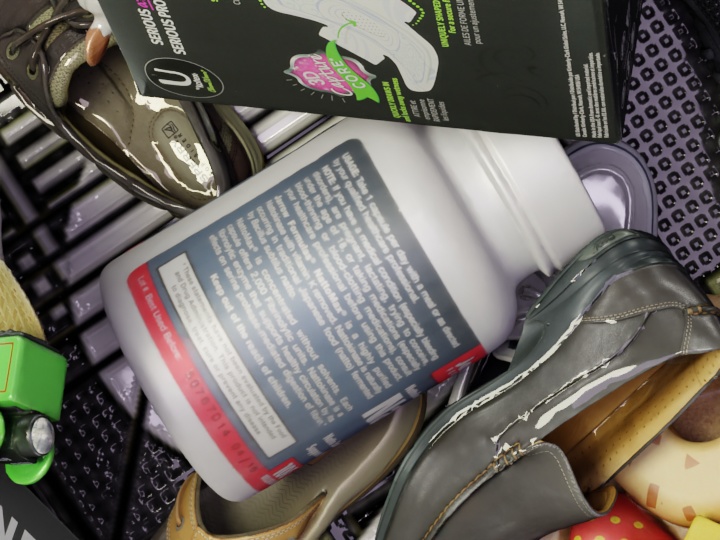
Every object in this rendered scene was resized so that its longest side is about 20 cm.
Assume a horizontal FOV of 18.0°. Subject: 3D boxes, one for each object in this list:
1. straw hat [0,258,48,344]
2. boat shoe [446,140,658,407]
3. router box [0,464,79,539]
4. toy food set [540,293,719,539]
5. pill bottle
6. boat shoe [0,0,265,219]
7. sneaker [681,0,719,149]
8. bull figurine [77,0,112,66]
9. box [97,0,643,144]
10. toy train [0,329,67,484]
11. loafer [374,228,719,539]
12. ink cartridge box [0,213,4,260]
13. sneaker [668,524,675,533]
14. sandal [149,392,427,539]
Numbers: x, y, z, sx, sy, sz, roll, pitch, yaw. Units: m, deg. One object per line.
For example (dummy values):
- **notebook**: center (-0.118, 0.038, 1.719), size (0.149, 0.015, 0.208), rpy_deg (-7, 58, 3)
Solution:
- **straw hat**: center (-0.195, -0.020, 0.899), size (0.199, 0.085, 0.202), rpy_deg (13, 138, 12)
- **boat shoe**: center (0.084, 0.036, 1.028), size (0.073, 0.065, 0.202), rpy_deg (18, 94, 1)
- **router box**: center (-0.181, 0.149, 0.968), size (0.156, 0.053, 0.200), rpy_deg (-12, 134, 30)
- **toy food set**: center (0.167, 0.119, 0.959), size (0.197, 0.049, 0.201), rpy_deg (23, 79, 27)
- **pill bottle**: center (0.000, 0.000, 0.976), size (0.199, 0.120, 0.120), rpy_deg (-31, 92, 4)
- **boat shoe**: center (-0.123, -0.098, 1.029), size (0.200, 0.065, 0.073), rpy_deg (40, 94, 0)
- **sneaker**: center (0.188, -0.067, 1.016), size (0.086, 0.080, 0.200), rpy_deg (-42, 85, 14)
- **bull figurine**: center (-0.026, -0.113, 0.984), size (0.198, 0.121, 0.066), rpy_deg (6, 97, 20)
- **box**: center (0.009, -0.148, 0.866), size (0.198, 0.125, 0.150), rpy_deg (6, 65, 12)
- **toy train**: center (-0.195, 0.054, 0.867), size (0.199, 0.042, 0.057), rpy_deg (-5, 69, 31)
- **loafer**: center (0.076, 0.079, 0.951), size (0.201, 0.073, 0.072), rpy_deg (-55, 46, 13)
- **ink cartridge box**: center (-0.259, 0.010, 1.010), size (0.198, 0.125, 0.130), rpy_deg (-6, 93, 3)
- **sneaker**: center (0.127, 0.170, 1.035), size (0.066, 0.090, 0.202), rpy_deg (-10, 67, 18)
- **sandal**: center (-0.048, 0.109, 1.030), size (0.080, 0.054, 0.200), rpy_deg (40, 92, 28)
